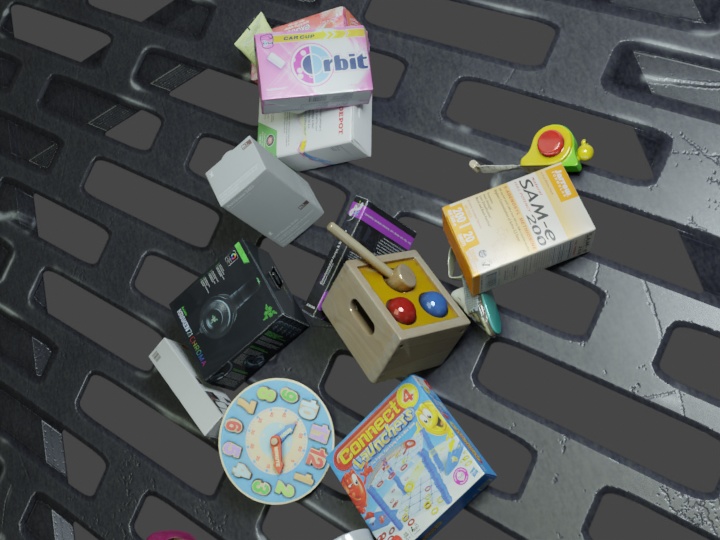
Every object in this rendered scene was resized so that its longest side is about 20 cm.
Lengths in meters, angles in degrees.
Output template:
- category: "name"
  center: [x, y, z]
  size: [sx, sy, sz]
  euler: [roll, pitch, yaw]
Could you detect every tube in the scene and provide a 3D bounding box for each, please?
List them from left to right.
- category: "tube"
  center: [-0.149, -0.362, 1.693]
  size: [0.057, 0.052, 0.201]
  euler: [-27, 65, -20]

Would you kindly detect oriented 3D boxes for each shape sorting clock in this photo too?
- category: "shape sorting clock"
  center: [-0.138, 0.279, 1.581]
  size: [0.195, 0.039, 0.205]
  euler: [-1, 81, 4]

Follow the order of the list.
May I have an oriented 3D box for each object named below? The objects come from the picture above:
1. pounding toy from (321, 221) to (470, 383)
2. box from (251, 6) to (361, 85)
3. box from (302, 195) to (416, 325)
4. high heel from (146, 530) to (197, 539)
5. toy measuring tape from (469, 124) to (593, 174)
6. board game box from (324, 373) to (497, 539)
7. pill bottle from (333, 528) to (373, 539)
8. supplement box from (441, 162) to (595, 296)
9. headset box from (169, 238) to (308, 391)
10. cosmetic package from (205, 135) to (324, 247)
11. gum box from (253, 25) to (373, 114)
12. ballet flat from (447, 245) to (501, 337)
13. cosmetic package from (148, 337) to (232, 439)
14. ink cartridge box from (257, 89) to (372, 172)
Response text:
- category: "pounding toy"
  center: [0.040, 0.039, 1.465]
  size: [0.201, 0.182, 0.143]
  euler: [54, 131, 27]
- category: "box"
  center: [-0.092, -0.390, 1.751]
  size: [0.196, 0.102, 0.097]
  euler: [-10, 70, 25]
- category: "box"
  center: [0.000, 0.000, 1.554]
  size: [0.036, 0.142, 0.203]
  euler: [22, 85, 42]
- category: "high heel"
  center: [-0.302, 0.479, 1.603]
  size: [0.197, 0.096, 0.069]
  euler: [19, 84, 32]
- category: "toy measuring tape"
  center: [0.268, -0.190, 1.508]
  size: [0.196, 0.073, 0.075]
  euler: [2, 75, 29]
- category: "board game box"
  center: [0.073, 0.300, 1.472]
  size: [0.200, 0.056, 0.197]
  euler: [-45, 59, 10]
- category: "pill bottle"
  center: [0.014, 0.491, 1.414]
  size: [0.111, 0.112, 0.203]
  euler: [-32, 62, 16]
- category: "supplement box"
  center: [0.234, -0.062, 1.444]
  size: [0.196, 0.074, 0.128]
  euler: [-21, 64, -3]
- category: "headset box"
  center: [-0.207, 0.073, 1.678]
  size: [0.199, 0.092, 0.176]
  euler: [-39, 61, 13]
- category: "cosmetic package"
  center: [-0.161, -0.132, 1.652]
  size: [0.106, 0.199, 0.091]
  euler: [-38, 60, 13]
- category: "gum box"
  center: [-0.074, -0.335, 1.606]
  size: [0.195, 0.066, 0.116]
  euler: [-7, 79, -8]
- category: "ballet flat"
  center: [0.171, 0.017, 1.500]
  size: [0.071, 0.072, 0.204]
  euler: [-18, 62, 23]
- category: "cosmetic package"
  center: [-0.284, 0.207, 1.687]
  size: [0.051, 0.082, 0.200]
  euler: [-47, 59, 5]
- category: "ink cartridge box"
  center: [-0.080, -0.264, 1.716]
  size: [0.196, 0.084, 0.148]
  euler: [-8, 71, 27]
